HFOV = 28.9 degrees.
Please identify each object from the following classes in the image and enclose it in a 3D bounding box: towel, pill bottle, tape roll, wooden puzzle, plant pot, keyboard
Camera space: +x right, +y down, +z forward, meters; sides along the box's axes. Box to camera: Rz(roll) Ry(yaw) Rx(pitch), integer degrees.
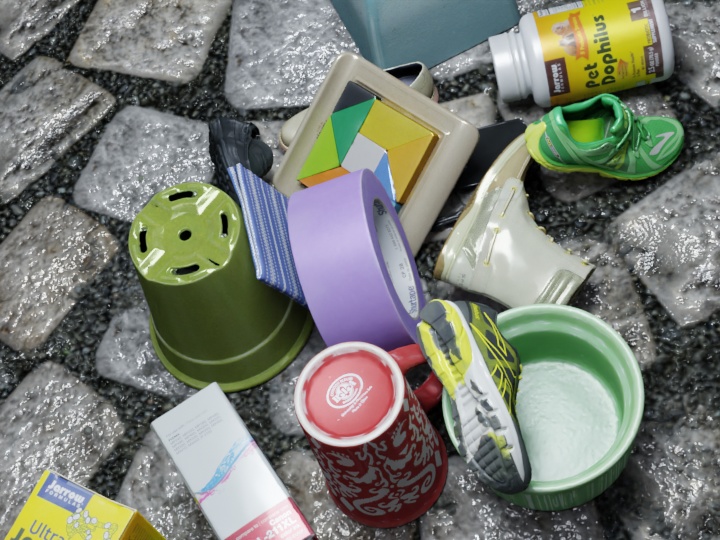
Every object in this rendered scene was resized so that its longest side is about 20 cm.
[{"bbox_3d":[-0.073,-0.019,1.504,0.024,0.200,0.146,-26,60,18],"label":"towel"},{"bbox_3d":[0.252,-0.252,1.602,0.199,0.109,0.110,-13,60,6],"label":"pill bottle"},{"bbox_3d":[0.000,0.000,1.468,0.084,0.200,0.201,-19,60,13],"label":"tape roll"},{"bbox_3d":[0.012,-0.126,1.584,0.199,0.037,0.186,33,102,22],"label":"wooden puzzle"},{"bbox_3d":[-0.163,0.004,1.514,0.199,0.190,0.201,-5,62,10],"label":"plant pot"},{"bbox_3d":[0.057,-0.381,1.663,0.195,0.200,0.197,-26,60,-3],"label":"plant pot"},{"bbox_3d":[0.109,-0.101,1.606,0.199,0.021,0.128,-14,59,6],"label":"keyboard"}]

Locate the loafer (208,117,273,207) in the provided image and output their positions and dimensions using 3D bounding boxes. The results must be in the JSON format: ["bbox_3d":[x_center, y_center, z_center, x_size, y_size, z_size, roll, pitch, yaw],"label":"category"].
[{"bbox_3d":[-0.134,-0.129,1.611,0.070,0.069,0.201,-4,27,-9],"label":"loafer"}]

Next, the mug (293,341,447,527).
[{"bbox_3d":[0.011,0.141,1.396,0.133,0.200,0.179,6,64,16],"label":"mug"}]

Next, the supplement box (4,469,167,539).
[{"bbox_3d":[-0.257,0.294,1.376,0.108,0.200,0.110,20,68,22],"label":"supplement box"}]

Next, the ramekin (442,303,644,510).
[{"bbox_3d":[0.187,0.144,1.413,0.199,0.098,0.201,-5,62,10],"label":"ramekin"}]

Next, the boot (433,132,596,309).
[{"bbox_3d":[0.188,-0.041,1.516,0.154,0.072,0.201,28,68,10],"label":"boot"}]

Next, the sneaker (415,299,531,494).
[{"bbox_3d":[0.129,0.114,1.342,0.084,0.074,0.201,-11,73,-36],"label":"sneaker"}]

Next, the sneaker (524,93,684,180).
[{"bbox_3d":[0.279,-0.146,1.527,0.199,0.084,0.075,-3,65,-26],"label":"sneaker"}]

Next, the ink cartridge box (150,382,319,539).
[{"bbox_3d":[-0.115,0.232,1.407,0.083,0.146,0.200,-33,61,-7],"label":"ink cartridge box"}]

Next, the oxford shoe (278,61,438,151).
[{"bbox_3d":[-0.008,-0.199,1.652,0.199,0.074,0.071,-23,60,0],"label":"oxford shoe"}]
